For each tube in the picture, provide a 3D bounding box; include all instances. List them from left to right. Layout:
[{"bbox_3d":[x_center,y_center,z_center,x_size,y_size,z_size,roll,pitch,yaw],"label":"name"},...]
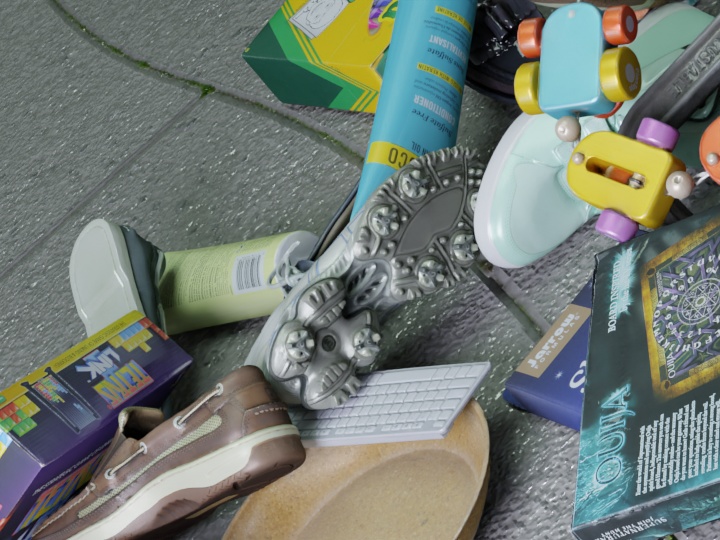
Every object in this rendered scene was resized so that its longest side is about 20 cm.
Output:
[{"bbox_3d":[-0.094,0.009,1.766,0.058,0.052,0.200,-21,7,-39],"label":"tube"},{"bbox_3d":[0.036,-0.097,1.652,0.050,0.077,0.201,-25,47,50],"label":"tube"}]

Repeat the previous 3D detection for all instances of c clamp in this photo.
[{"bbox_3d":[0.234,-0.081,1.436,0.200,0.027,0.171,-42,58,18],"label":"c clamp"}]

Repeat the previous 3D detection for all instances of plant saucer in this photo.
[{"bbox_3d":[0.000,0.150,1.457,0.200,0.035,0.201,-32,29,20],"label":"plant saucer"}]

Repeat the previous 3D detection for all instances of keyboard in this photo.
[{"bbox_3d":[-0.006,0.079,1.514,0.199,0.011,0.056,-8,42,48],"label":"keyboard"}]

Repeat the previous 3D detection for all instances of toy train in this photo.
[{"bbox_3d":[0.173,-0.095,1.444,0.150,0.056,0.200,-44,54,15],"label":"toy train"}]

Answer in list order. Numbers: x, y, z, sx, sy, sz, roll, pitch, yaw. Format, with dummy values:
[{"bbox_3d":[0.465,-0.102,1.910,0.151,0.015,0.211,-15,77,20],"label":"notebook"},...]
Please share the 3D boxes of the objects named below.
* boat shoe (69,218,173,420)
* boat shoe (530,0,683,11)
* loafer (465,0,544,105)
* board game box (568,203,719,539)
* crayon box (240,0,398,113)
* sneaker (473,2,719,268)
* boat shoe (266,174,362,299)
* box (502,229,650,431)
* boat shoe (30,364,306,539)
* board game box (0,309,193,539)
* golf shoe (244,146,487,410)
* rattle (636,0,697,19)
[{"bbox_3d":[-0.144,0.055,1.729,0.073,0.062,0.201,-41,48,32],"label":"boat shoe"},{"bbox_3d":[0.155,-0.196,1.657,0.200,0.076,0.072,37,120,59],"label":"boat shoe"},{"bbox_3d":[0.066,-0.186,1.744,0.072,0.063,0.200,-34,51,-6],"label":"loafer"},{"bbox_3d":[0.175,0.045,1.326,0.135,0.028,0.201,-22,37,29],"label":"board game box"},{"bbox_3d":[0.032,-0.206,1.887,0.200,0.058,0.172,-52,30,-18],"label":"crayon box"},{"bbox_3d":[0.158,-0.071,1.527,0.200,0.074,0.118,-46,31,-5],"label":"sneaker"},{"bbox_3d":[-0.018,0.009,1.647,0.200,0.062,0.075,-51,29,-17],"label":"boat shoe"},{"bbox_3d":[0.157,0.039,1.419,0.121,0.032,0.200,-50,28,-13],"label":"box"},{"bbox_3d":[-0.120,0.116,1.536,0.202,0.075,0.075,-28,-14,27],"label":"boat shoe"},{"bbox_3d":[-0.203,0.125,1.586,0.165,0.057,0.200,-52,-7,27],"label":"board game box"},{"bbox_3d":[0.000,0.000,1.563,0.200,0.078,0.097,-45,16,-24],"label":"golf shoe"},{"bbox_3d":[0.211,-0.279,1.687,0.200,0.143,0.130,-41,46,-12],"label":"rattle"}]
